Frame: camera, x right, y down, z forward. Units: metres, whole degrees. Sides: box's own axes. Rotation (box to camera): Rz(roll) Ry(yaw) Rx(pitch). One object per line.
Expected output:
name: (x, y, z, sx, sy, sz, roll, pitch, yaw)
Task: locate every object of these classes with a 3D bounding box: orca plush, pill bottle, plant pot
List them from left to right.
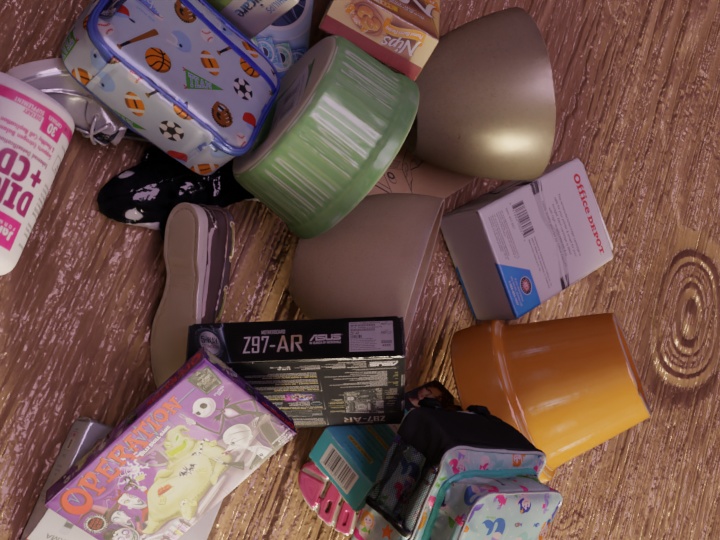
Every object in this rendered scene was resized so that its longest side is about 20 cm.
pill bottle: (-0.338, -0.064, 0.778, 0.113, 0.113, 0.200, 26, 73, -29)
orca plush: (-0.161, -0.079, 0.921, 0.200, 0.071, 0.105, 9, 81, -33)
plant pot: (0.000, 0.000, 0.971, 0.134, 0.200, 0.200, 17, 73, 7)
plant pot: (0.228, 0.136, 1.044, 0.200, 0.183, 0.200, 55, 22, -36)

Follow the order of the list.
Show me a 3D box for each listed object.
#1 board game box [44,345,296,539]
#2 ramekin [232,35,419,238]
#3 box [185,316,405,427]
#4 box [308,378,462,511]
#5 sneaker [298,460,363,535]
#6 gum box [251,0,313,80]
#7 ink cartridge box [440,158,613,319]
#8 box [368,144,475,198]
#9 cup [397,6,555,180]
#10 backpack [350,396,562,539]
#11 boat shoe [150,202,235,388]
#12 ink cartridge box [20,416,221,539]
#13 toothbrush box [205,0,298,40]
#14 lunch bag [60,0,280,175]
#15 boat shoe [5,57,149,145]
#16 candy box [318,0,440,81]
board game box: (-0.170, 0.173, 0.812, 0.200, 0.032, 0.120, -43, 112, 7)
ramekin: (-0.042, -0.141, 0.911, 0.098, 0.200, 0.200, 35, 68, -22)
box: (-0.056, 0.104, 0.873, 0.200, 0.160, 0.044, -3, 58, 2)
box: (0.043, 0.189, 0.997, 0.200, 0.049, 0.082, -15, 54, -48)
sneaker: (0.022, 0.261, 1.019, 0.200, 0.087, 0.074, 21, 95, -8)
gum box: (-0.134, -0.309, 0.975, 0.170, 0.045, 0.200, 10, 80, -31)
ink cartridge box: (0.218, -0.042, 1.161, 0.200, 0.084, 0.146, -27, 100, -33)
box: (0.042, -0.142, 1.090, 0.200, 0.021, 0.164, -32, 104, -32)
cup: (0.121, -0.194, 1.039, 0.143, 0.200, 0.200, -10, 92, -9)
backpack: (0.091, 0.252, 0.896, 0.177, 0.151, 0.200, 13, 110, -41)
boat shoe: (-0.166, 0.032, 0.905, 0.060, 0.072, 0.200, 0, 99, -51)
ink cartridge box: (-0.236, 0.263, 0.859, 0.163, 0.057, 0.200, 31, 65, -28)
toothbrush box: (-0.146, -0.328, 0.858, 0.200, 0.146, 0.086, 39, 68, -21)
lunch bag: (-0.175, -0.201, 0.856, 0.200, 0.076, 0.160, 42, 47, -24)
boat shoe: (-0.243, -0.155, 0.875, 0.200, 0.072, 0.069, 3, 69, -43)
candy box: (0.027, -0.290, 0.991, 0.115, 0.055, 0.200, 26, 30, -10)
